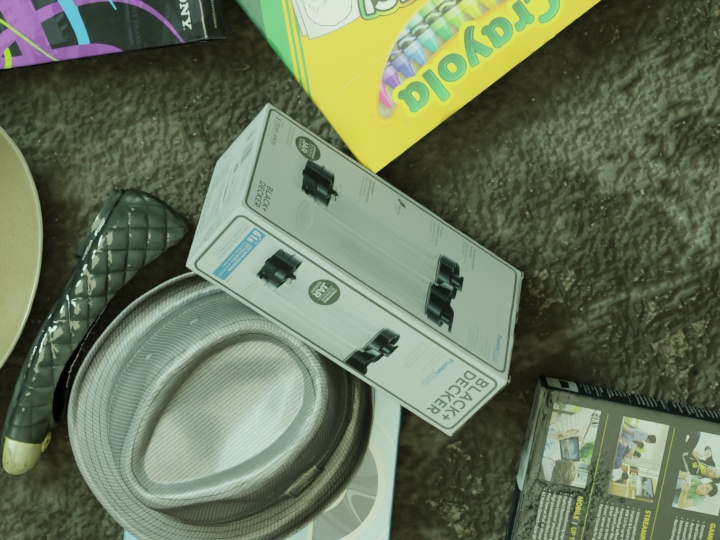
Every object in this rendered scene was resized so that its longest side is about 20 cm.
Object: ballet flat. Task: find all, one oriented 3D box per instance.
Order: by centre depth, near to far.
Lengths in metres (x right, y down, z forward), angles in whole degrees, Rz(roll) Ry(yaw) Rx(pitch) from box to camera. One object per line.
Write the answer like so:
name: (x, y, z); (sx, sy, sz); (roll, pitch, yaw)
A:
ballet flat: (-0.174, 0.043, 1.741); (0.057, 0.066, 0.200); (26, 97, -3)

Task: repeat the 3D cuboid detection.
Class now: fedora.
fedora: (-0.087, 0.091, 1.684); (0.200, 0.090, 0.177); (-32, 92, 5)

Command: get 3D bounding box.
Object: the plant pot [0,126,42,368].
plant pot: (-0.313, -0.015, 1.698); (0.134, 0.200, 0.200); (13, 97, 38)

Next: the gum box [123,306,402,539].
gum box: (-0.061, 0.127, 1.755); (0.170, 0.045, 0.200); (6, 96, 2)

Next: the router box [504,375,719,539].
router box: (0.165, 0.180, 1.745); (0.149, 0.051, 0.200); (12, 96, 0)

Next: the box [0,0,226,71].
box: (-0.187, -0.200, 1.707); (0.200, 0.036, 0.143); (-7, 95, 20)

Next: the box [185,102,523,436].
box: (0.000, 0.000, 1.675); (0.200, 0.117, 0.060); (32, 125, -16)

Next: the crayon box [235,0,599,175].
crayon box: (0.034, -0.188, 1.711); (0.200, 0.058, 0.173); (-38, 93, 7)
